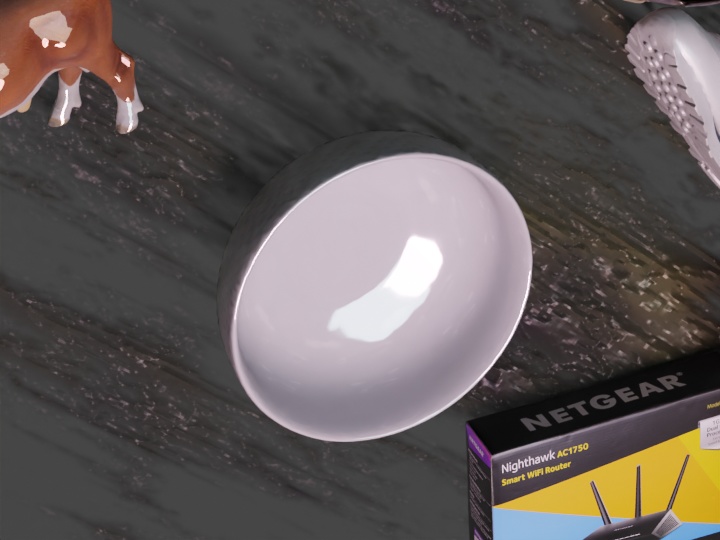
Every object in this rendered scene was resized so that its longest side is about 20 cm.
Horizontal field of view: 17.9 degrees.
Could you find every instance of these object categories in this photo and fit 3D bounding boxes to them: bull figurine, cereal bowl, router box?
[{"bbox_3d":[-0.216,-0.099,1.245,0.199,0.065,0.122,-27,131,-6],"label":"bull figurine"},{"bbox_3d":[0.000,0.000,1.397,0.199,0.083,0.201,-12,124,-19],"label":"cereal bowl"},{"bbox_3d":[0.172,0.152,1.591,0.199,0.051,0.150,-15,122,-18],"label":"router box"}]

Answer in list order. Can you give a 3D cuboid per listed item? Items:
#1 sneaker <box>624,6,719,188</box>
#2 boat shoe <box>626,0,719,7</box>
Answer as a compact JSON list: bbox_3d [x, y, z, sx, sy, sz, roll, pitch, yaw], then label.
[{"bbox_3d":[0.235,-0.113,1.450,0.080,0.076,0.200,-40,139,3],"label":"sneaker"},{"bbox_3d":[0.209,-0.188,1.388,0.199,0.073,0.075,-7,122,-22],"label":"boat shoe"}]
